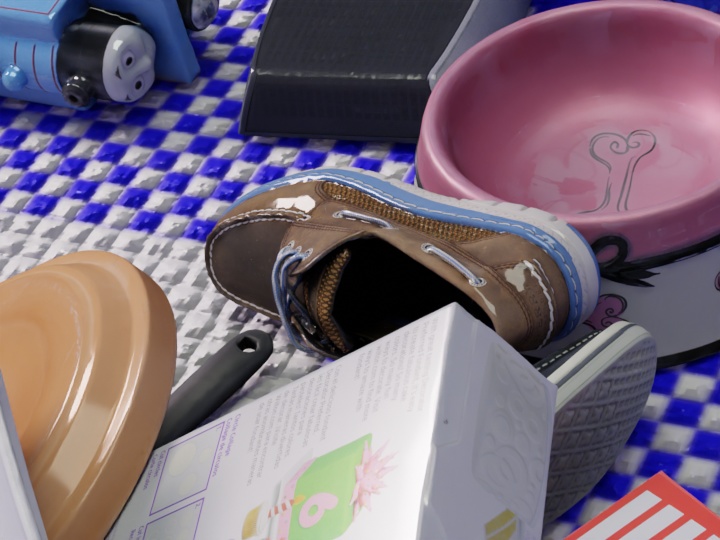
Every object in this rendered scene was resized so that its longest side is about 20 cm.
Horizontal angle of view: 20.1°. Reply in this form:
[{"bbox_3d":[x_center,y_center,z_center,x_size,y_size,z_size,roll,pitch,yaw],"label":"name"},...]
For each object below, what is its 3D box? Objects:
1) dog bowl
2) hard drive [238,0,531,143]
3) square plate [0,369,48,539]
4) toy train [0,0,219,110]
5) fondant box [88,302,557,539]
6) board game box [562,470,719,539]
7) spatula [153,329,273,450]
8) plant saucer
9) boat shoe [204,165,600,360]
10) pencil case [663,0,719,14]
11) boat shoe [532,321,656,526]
[{"bbox_3d":[0.113,-0.048,0.922,0.199,0.074,0.201,-7,40,6],"label":"dog bowl"},{"bbox_3d":[0.019,-0.143,1.081,0.134,0.042,0.200,4,43,19],"label":"hard drive"},{"bbox_3d":[-0.177,0.125,0.732,0.200,0.028,0.199,-41,54,24],"label":"square plate"},{"bbox_3d":[-0.176,-0.140,1.103,0.199,0.087,0.114,12,55,24],"label":"toy train"},{"bbox_3d":[-0.032,0.114,0.686,0.200,0.058,0.145,-29,36,37],"label":"fondant box"},{"bbox_3d":[0.080,0.173,0.691,0.200,0.046,0.151,-32,43,-21],"label":"board game box"},{"bbox_3d":[-0.109,0.085,0.864,0.056,0.021,0.200,33,54,26],"label":"spatula"},{"bbox_3d":[-0.154,0.074,0.807,0.200,0.032,0.201,-33,33,25],"label":"plant saucer"},{"bbox_3d":[0.000,0.000,0.866,0.199,0.073,0.072,3,22,39],"label":"boat shoe"},{"bbox_3d":[0.147,-0.209,1.098,0.087,0.078,0.200,-16,39,-17],"label":"pencil case"},{"bbox_3d":[0.037,0.079,0.795,0.200,0.075,0.062,-38,52,-20],"label":"boat shoe"}]
